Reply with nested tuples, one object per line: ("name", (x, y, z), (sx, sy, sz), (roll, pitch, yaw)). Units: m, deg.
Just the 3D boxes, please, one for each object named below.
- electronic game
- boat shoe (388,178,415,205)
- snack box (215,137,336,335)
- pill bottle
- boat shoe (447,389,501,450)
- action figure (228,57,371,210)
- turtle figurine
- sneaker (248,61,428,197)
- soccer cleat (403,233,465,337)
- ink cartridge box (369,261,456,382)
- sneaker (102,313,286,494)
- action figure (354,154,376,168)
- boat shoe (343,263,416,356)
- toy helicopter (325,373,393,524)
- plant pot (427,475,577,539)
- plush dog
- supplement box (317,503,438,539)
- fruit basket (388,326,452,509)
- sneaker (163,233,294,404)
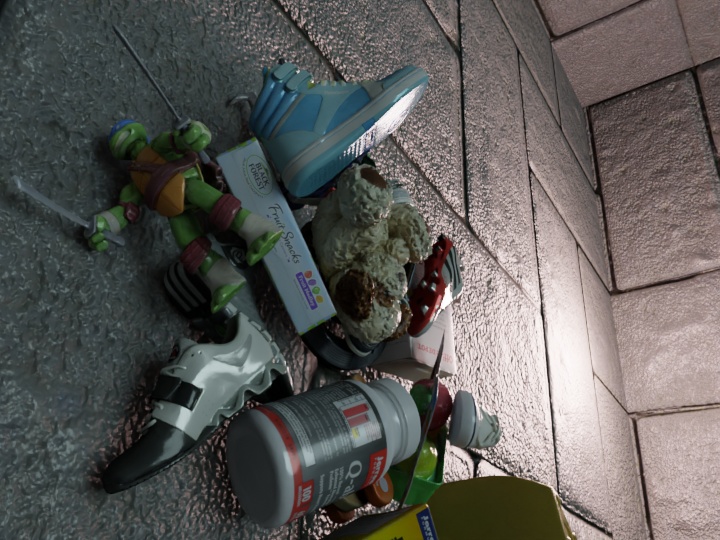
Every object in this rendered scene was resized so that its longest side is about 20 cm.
("electronic game", (-0.025, 0.034, 0.915), (0.198, 0.041, 0.205), (21, 60, -42))
("boat shoe", (0.042, -0.104, 1.039), (0.066, 0.073, 0.202), (62, 6, 1))
("snack box", (-0.097, -0.041, 0.752), (0.204, 0.052, 0.142), (66, -8, -11))
("pill bottle", (-0.034, 0.184, 0.716), (0.197, 0.115, 0.119), (-10, 84, -40))
("boat shoe", (0.154, 0.205, 0.887), (0.200, 0.068, 0.073), (75, 25, -72))
("action figure", (-0.052, -0.160, 0.815), (0.194, 0.198, 0.105), (50, 50, -22))
("turtle figurine", (-0.177, -0.059, 0.589), (0.193, 0.200, 0.144), (42, 78, 1))
("sneaker", (-0.030, -0.185, 0.699), (0.199, 0.080, 0.131), (-38, 80, -18))
("soccer cleat", (0.115, 0.032, 0.980), (0.085, 0.068, 0.202), (48, 37, -22))
("ink cartridge box", (0.078, 0.060, 1.050), (0.147, 0.084, 0.205), (26, 56, -50))
("sneaker", (-0.163, 0.114, 0.610), (0.199, 0.073, 0.090), (-39, 101, -41))
("action figure", (-0.025, -0.164, 0.980), (0.054, 0.117, 0.205), (5, 63, -45))
("boat shoe", (0.035, 0.026, 0.905), (0.075, 0.061, 0.202), (49, 45, -23))
("toy helicopter", (-0.021, 0.204, 0.851), (0.133, 0.078, 0.202), (48, 27, -24))
("plant pot", (0.214, 0.417, 0.960), (0.198, 0.196, 0.195), (61, 14, -21))
("plush dog", (0.000, 0.000, 0.794), (0.199, 0.157, 0.176), (35, 40, -58))
("supplement box", (-0.005, 0.342, 0.716), (0.198, 0.108, 0.112), (-5, 73, -50))
("fruit basket", (0.077, 0.201, 0.898), (0.186, 0.091, 0.205), (-66, 165, -65))
("sneaker", (-0.120, 0.043, 0.732), (0.202, 0.074, 0.116), (58, 31, -25))
